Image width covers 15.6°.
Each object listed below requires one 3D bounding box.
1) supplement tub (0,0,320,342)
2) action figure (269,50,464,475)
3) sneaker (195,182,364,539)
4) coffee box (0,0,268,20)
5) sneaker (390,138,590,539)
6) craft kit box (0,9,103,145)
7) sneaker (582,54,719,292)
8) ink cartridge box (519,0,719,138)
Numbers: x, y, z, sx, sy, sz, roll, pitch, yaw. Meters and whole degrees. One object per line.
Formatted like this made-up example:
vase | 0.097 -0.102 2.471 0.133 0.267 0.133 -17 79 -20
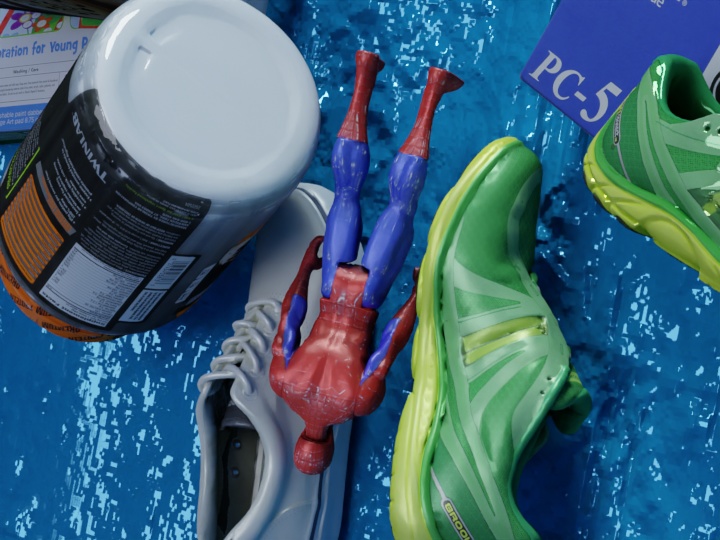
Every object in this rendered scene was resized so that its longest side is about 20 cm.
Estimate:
supplement tub | -0.109 -0.045 1.313 0.200 0.122 0.123 -44 52 56
action figure | 0.000 0.000 1.256 0.065 0.052 0.201 15 88 11
sneaker | -0.042 0.052 1.294 0.073 0.071 0.201 -8 75 43
coffee box | -0.153 -0.176 1.354 0.199 0.113 0.080 10 88 36
sneaker | 0.066 0.041 1.197 0.083 0.074 0.201 5 79 13
craft kit box | -0.167 -0.172 1.473 0.199 0.048 0.199 -1 85 43
sneaker | 0.168 -0.029 1.045 0.200 0.074 0.084 34 109 40
ink cartridge box | 0.163 -0.070 1.137 0.200 0.044 0.094 44 112 38
